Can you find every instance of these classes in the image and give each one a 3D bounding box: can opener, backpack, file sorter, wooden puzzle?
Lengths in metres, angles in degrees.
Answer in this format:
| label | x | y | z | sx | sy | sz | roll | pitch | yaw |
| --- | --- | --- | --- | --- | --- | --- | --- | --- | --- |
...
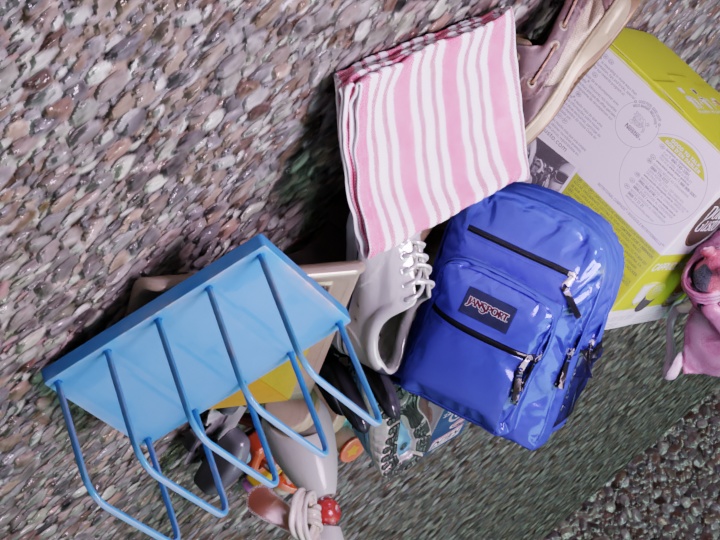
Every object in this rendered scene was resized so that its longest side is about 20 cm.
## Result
| label | x | y | z | sx | sy | sz | roll | pitch | yaw |
| --- | --- | --- | --- | --- | --- | --- | --- | --- | --- |
| can opener | -0.102 | 0.114 | 1.605 | 0.053 | 0.066 | 0.200 | -20 | 146 | -50 |
| backpack | 0.130 | 0.032 | 1.500 | 0.200 | 0.162 | 0.168 | -67 | 169 | 11 |
| can opener | -0.003 | 0.091 | 1.530 | 0.063 | 0.079 | 0.200 | -35 | -162 | -6 |
| file sorter | -0.106 | 0.096 | 1.335 | 0.200 | 0.123 | 0.139 | -31 | 143 | 12 |
| wooden puzzle | -0.103 | 0.062 | 1.423 | 0.185 | 0.037 | 0.200 | -5 | 146 | -24 |

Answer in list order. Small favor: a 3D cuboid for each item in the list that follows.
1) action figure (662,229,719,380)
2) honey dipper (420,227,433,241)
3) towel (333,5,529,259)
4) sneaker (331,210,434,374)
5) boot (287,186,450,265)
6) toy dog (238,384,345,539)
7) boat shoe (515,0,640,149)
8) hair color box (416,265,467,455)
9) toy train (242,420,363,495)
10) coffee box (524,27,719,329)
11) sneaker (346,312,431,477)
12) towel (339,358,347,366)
| label | x | y | z | sx | sy | sz | roll | pitch | yaw |
| --- | --- | --- | --- | --- | --- | --- | --- | --- | --- |
| action figure | 0.321 | 0.013 | 1.610 | 0.149 | 0.134 | 0.200 | -5 | 159 | 23 |
| honey dipper | 0.085 | -0.075 | 1.522 | 0.200 | 0.038 | 0.038 | -54 | 166 | -21 |
| towel | 0.062 | -0.107 | 1.376 | 0.200 | 0.030 | 0.146 | -27 | 119 | -38 |
| sneaker | 0.030 | -0.005 | 1.440 | 0.073 | 0.071 | 0.200 | -30 | 143 | -42 |
| boot | 0.000 | 0.000 | 1.564 | 0.186 | 0.064 | 0.200 | -48 | 163 | 13 |
| toy dog | -0.067 | 0.190 | 1.643 | 0.096 | 0.200 | 0.132 | -11 | 143 | 19 |
| boat shoe | 0.143 | -0.169 | 1.480 | 0.200 | 0.072 | 0.072 | -50 | -172 | 10 |
| hair color box | 0.071 | 0.083 | 1.711 | 0.061 | 0.100 | 0.200 | -29 | 156 | -31 |
| toy train | -0.051 | 0.175 | 1.840 | 0.200 | 0.056 | 0.150 | -29 | 157 | -34 |
| coffee box | 0.241 | -0.088 | 1.638 | 0.198 | 0.200 | 0.200 | -51 | 161 | 21 |
| sneaker | 0.010 | 0.100 | 1.673 | 0.078 | 0.090 | 0.200 | -26 | 134 | -29 |
| towel | -0.012 | 0.064 | 1.714 | 0.133 | 0.034 | 0.200 | -48 | 160 | 11 |
